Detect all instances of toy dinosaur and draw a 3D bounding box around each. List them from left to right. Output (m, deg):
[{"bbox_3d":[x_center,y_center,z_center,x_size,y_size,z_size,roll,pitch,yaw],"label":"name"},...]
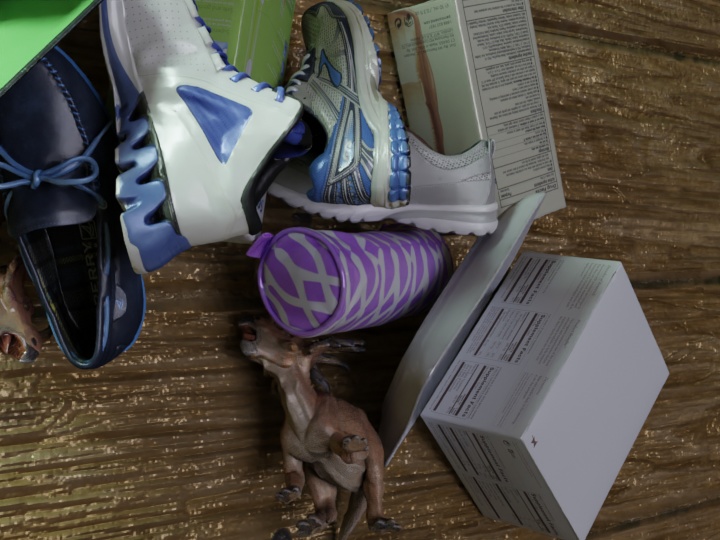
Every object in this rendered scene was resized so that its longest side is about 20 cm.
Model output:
[{"bbox_3d":[-0.243,-0.049,0.742,0.135,0.085,0.202,22,71,-39],"label":"toy dinosaur"},{"bbox_3d":[-0.020,0.126,0.933,0.136,0.085,0.201,-93,163,-48],"label":"toy dinosaur"}]

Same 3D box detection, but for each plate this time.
[{"bbox_3d":[0.073,0.046,0.979,0.032,0.200,0.200,32,62,8],"label":"plate"}]

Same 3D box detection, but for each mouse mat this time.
[{"bbox_3d":[-0.234,-0.118,0.672,0.161,0.199,0.008,-53,129,-28],"label":"mouse mat"}]

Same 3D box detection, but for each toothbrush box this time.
[{"bbox_3d":[-0.107,-0.131,0.814,0.146,0.085,0.202,52,44,-80],"label":"toothbrush box"}]

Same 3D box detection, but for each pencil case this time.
[{"bbox_3d":[0.000,0.000,0.919,0.086,0.084,0.200,52,23,15],"label":"pencil case"}]

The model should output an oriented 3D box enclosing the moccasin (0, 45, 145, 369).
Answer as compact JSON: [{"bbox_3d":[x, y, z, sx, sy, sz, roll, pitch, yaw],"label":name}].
[{"bbox_3d":[-0.171,-0.038,0.703,0.068,0.080,0.202,-67,140,-68],"label":"moccasin"}]

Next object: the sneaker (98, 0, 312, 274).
[{"bbox_3d":[-0.089,-0.102,0.701,0.114,0.081,0.202,-7,79,-5],"label":"sneaker"}]

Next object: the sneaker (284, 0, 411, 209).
[{"bbox_3d":[-0.026,-0.125,0.853,0.084,0.201,0.077,-9,139,-10],"label":"sneaker"}]

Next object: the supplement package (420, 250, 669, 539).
[{"bbox_3d":[0.173,0.111,1.072,0.201,0.110,0.156,-54,131,-27],"label":"supplement package"}]

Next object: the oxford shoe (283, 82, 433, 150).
[{"bbox_3d":[-0.023,-0.111,0.960,0.199,0.071,0.073,24,36,-30],"label":"oxford shoe"}]

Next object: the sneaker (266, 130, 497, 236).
[{"bbox_3d":[0.011,-0.078,0.914,0.198,0.075,0.083,6,97,-9],"label":"sneaker"}]

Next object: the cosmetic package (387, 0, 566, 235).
[{"bbox_3d":[0.103,-0.140,1.044,0.103,0.087,0.202,-18,100,-41],"label":"cosmetic package"}]
